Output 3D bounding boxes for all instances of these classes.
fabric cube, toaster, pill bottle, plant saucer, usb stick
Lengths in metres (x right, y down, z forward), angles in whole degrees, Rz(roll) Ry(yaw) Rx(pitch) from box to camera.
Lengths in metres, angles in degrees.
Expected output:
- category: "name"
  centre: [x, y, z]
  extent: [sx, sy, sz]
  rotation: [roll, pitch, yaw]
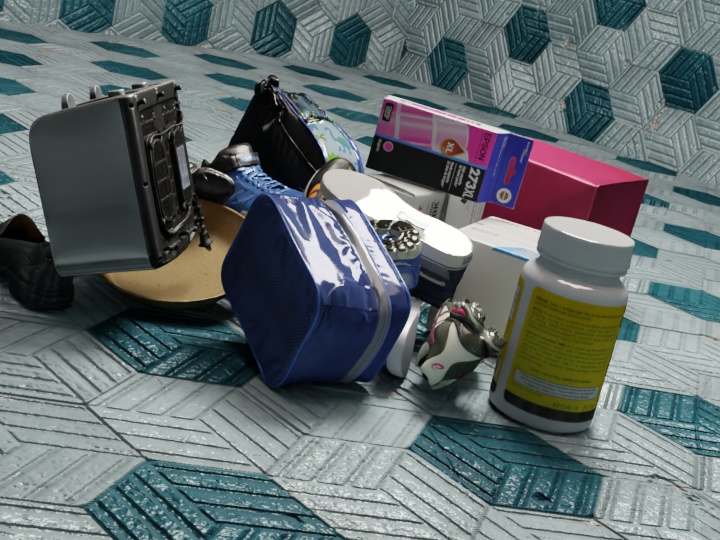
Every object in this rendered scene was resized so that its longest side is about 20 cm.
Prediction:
- category: "fabric cube"
  centre: [0.263, -0.067, 1.674]
  extent: [0.198, 0.202, 0.196]
  rotation: [24, 18, 29]
- category: "toaster"
  centre: [-0.241, -0.090, 1.194]
  extent: [0.118, 0.202, 0.181]
  rotation: [-7, 14, 8]
- category: "pill bottle"
  centre: [0.209, 0.054, 1.200]
  extent: [0.113, 0.202, 0.114]
  rotation: [12, 16, -4]
- category: "plant saucer"
  centre: [-0.207, -0.014, 1.310]
  extent: [0.198, 0.036, 0.201]
  rotation: [5, 36, -3]
- category: "usb stick"
  centre: [-0.187, -0.097, 1.433]
  extent: [0.055, 0.033, 0.200]
  rotation: [15, -5, -10]

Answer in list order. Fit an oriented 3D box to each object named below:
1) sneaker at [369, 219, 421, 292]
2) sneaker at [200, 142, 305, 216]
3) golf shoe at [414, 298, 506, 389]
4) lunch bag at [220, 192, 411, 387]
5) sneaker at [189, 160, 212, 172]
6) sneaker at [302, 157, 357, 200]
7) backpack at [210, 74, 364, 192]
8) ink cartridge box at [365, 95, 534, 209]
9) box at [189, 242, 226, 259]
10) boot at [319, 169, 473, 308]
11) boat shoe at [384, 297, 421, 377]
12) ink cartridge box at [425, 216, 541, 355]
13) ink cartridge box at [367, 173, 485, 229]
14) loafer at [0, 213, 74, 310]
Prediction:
- category: "sneaker"
  centre: [-0.023, -0.012, 1.304]
  extent: [0.199, 0.090, 0.079]
  rotation: [13, 38, 30]
- category: "sneaker"
  centre: [-0.141, -0.116, 1.544]
  extent: [0.199, 0.112, 0.076]
  rotation: [-4, 4, 41]
- category: "golf shoe"
  centre: [0.092, 0.081, 1.236]
  extent: [0.077, 0.088, 0.200]
  rotation: [50, -4, 6]
- category: "lunch bag"
  centre: [-0.043, 0.015, 1.178]
  extent: [0.131, 0.136, 0.201]
  rotation: [4, 43, -35]
- category: "sneaker"
  centre: [-0.235, -0.152, 1.786]
  extent: [0.114, 0.076, 0.200]
  rotation: [13, 16, 7]
- category: "sneaker"
  centre: [-0.040, -0.065, 1.430]
  extent: [0.070, 0.201, 0.090]
  rotation: [34, -30, -13]
- category: "backpack"
  centre: [-0.084, -0.138, 1.641]
  extent: [0.146, 0.184, 0.200]
  rotation: [5, 37, -47]
- category: "ink cartridge box"
  centre: [0.113, -0.149, 1.485]
  extent: [0.198, 0.095, 0.037]
  rotation: [17, 18, 5]
- category: "box"
  centre: [-0.205, -0.035, 1.449]
  extent: [0.198, 0.050, 0.161]
  rotation: [18, 18, 14]
- category: "boot"
  centre: [0.031, -0.034, 1.351]
  extent: [0.199, 0.091, 0.073]
  rotation: [32, 42, 16]
- category: "boat shoe"
  centre: [0.028, 0.067, 1.267]
  extent: [0.065, 0.074, 0.200]
  rotation: [11, 5, 3]
- category: "ink cartridge box"
  centre: [0.184, 0.017, 1.448]
  extent: [0.128, 0.126, 0.200]
  rotation: [19, 16, 20]
- category: "ink cartridge box"
  centre: [0.076, -0.052, 1.562]
  extent: [0.083, 0.145, 0.199]
  rotation: [23, 19, 31]
- category: "loafer"
  centre: [-0.362, -0.026, 1.240]
  extent: [0.199, 0.073, 0.072]
  rotation: [26, 20, 38]
